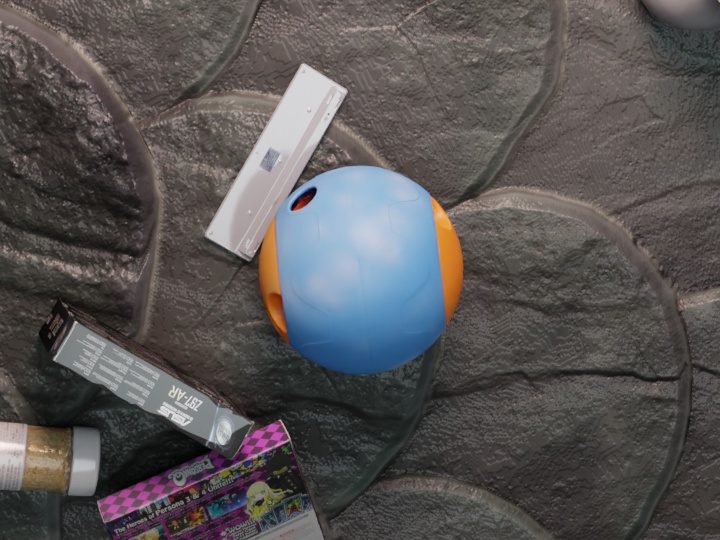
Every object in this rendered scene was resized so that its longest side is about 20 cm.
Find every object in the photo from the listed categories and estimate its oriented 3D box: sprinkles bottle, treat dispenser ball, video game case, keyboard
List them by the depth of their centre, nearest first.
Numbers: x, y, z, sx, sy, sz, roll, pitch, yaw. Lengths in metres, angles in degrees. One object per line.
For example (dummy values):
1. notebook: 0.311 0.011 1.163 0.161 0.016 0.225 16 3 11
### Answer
1. treat dispenser ball: 0.000 0.000 1.654 0.199 0.201 0.203 -2 101 -12
2. sprinkles bottle: -0.358 0.182 1.675 0.198 0.068 0.069 6 99 -14
3. video game case: -0.145 0.256 1.713 0.199 0.036 0.182 -24 135 -7
4. keyboard: -0.085 -0.108 1.715 0.056 0.011 0.201 29 93 -11

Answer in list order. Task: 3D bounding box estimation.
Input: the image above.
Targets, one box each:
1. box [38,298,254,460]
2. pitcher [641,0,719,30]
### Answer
1. box: -0.209 0.103 1.645 0.199 0.160 0.044 32 88 -17
2. pitcher: 0.333 -0.318 1.670 0.121 0.200 0.172 -32 105 -5
